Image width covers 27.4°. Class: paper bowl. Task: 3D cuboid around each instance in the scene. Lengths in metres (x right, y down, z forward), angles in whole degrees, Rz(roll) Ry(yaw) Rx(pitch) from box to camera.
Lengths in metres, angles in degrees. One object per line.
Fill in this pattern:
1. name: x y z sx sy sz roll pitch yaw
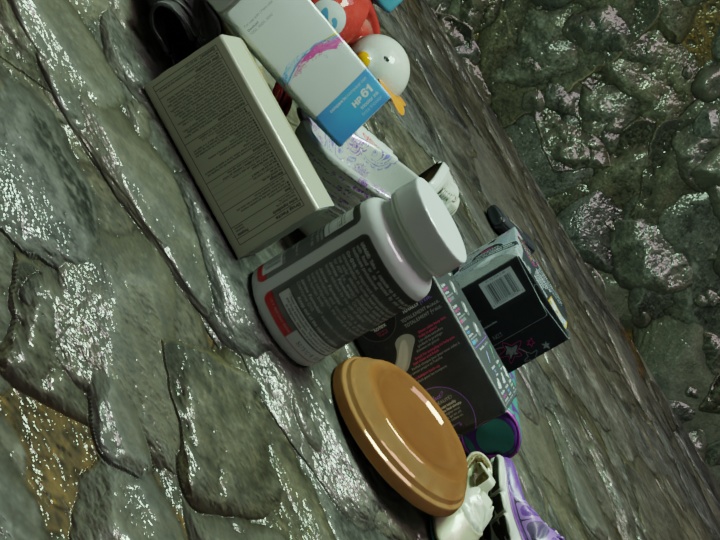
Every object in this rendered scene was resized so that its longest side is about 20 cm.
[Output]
1. paper bowl: -0.008 -0.080 1.710 0.199 0.105 0.201 30 15 -9

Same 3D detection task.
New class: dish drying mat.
1. dish drying mat: -0.099 -0.209 1.798 0.018 0.077 0.201 24 24 -10

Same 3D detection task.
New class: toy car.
1. toy car: 0.000 -0.295 1.999 0.201 0.184 0.177 53 12 20

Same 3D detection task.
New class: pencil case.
1. pencil case: 0.165 0.173 1.927 0.200 0.084 0.094 -81 176 -68

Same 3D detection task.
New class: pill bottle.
1. pill bottle: 0.000 0.000 1.477 0.114 0.198 0.114 53 16 -23

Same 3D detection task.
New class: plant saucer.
1. plant saucer: 0.050 0.169 1.579 0.200 0.037 0.201 44 18 -18

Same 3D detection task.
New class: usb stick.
1. usb stick: 0.302 -0.079 2.956 0.200 0.032 0.056 34 31 -59

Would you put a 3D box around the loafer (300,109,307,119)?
1. loafer: -0.007 -0.170 2.040 0.200 0.062 0.072 48 19 -40

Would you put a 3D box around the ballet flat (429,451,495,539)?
1. ballet flat: 0.120 0.258 1.656 0.070 0.069 0.200 57 15 -10

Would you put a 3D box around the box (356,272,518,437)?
1. box: 0.081 0.094 1.722 0.202 0.121 0.106 61 15 1

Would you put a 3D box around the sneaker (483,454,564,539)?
1. sneaker: 0.198 0.314 1.738 0.081 0.082 0.202 128 -54 -61

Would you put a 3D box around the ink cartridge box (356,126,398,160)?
1. ink cartridge box: 0.021 -0.073 1.912 0.145 0.083 0.202 33 30 -60

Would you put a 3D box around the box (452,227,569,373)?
1. box: 0.141 0.060 1.832 0.133 0.199 0.115 56 14 -14

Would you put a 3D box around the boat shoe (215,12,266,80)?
1. boat shoe: -0.130 -0.276 1.737 0.072 0.064 0.201 56 -12 44

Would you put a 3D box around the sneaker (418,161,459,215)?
1. sneaker: 0.131 -0.126 2.394 0.085 0.072 0.200 56 14 -4

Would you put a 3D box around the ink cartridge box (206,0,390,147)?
1. ink cartridge box: -0.073 -0.249 1.610 0.200 0.085 0.145 46 2 -27

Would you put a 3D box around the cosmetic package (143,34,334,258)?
1. cosmetic package: -0.122 -0.126 1.501 0.202 0.103 0.073 61 14 1

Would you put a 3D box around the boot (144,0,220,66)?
1. boot: -0.212 -0.303 1.595 0.201 0.069 0.132 53 15 -22
